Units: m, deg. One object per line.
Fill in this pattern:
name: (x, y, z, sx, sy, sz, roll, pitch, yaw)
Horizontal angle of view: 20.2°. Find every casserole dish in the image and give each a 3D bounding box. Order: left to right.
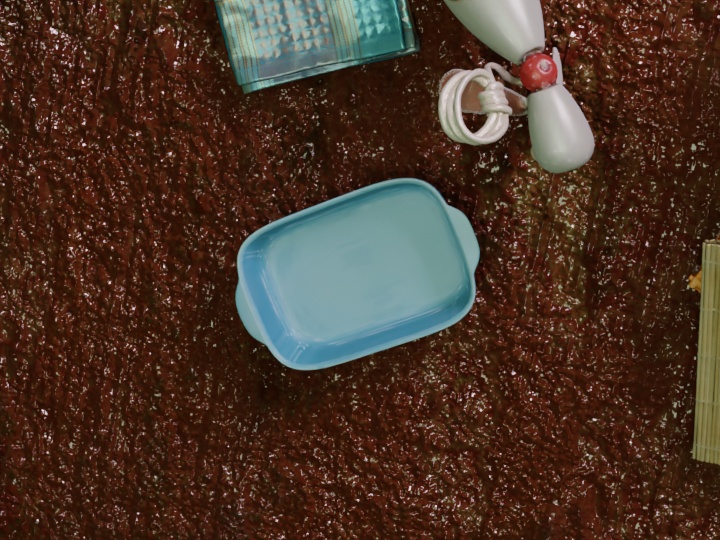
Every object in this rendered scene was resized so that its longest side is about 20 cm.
casserole dish: (0.000, 0.000, 1.536, 0.199, 0.039, 0.122, -19, 99, 20)

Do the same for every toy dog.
toy dog: (0.094, -0.161, 1.432, 0.131, 0.096, 0.201, 4, 75, -23)

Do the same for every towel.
towel: (-0.050, -0.241, 1.492, 0.146, 0.022, 0.201, -12, 101, 18)

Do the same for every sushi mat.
sushi mat: (0.286, 0.069, 1.444, 0.095, 0.012, 0.201, 16, 129, 26)

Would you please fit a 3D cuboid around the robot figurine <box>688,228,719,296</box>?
robot figurine: (0.332, -0.035, 1.423, 0.145, 0.058, 0.200, 41, 112, 1)
